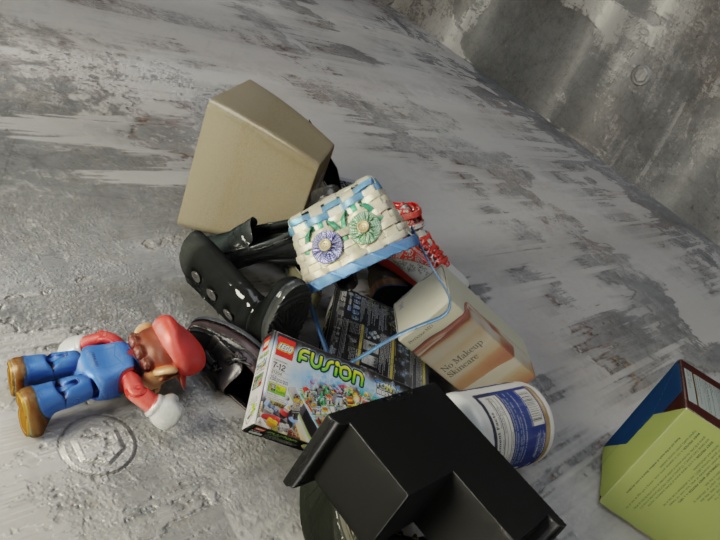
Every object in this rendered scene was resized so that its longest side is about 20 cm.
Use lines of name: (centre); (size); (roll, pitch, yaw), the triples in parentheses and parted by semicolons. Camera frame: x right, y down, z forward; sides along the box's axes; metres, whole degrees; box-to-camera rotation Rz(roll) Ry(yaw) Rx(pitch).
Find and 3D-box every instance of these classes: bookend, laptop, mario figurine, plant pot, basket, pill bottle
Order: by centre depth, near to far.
bookend: (0.066, 0.223, 0.633); (0.200, 0.093, 0.197); (45, 24, 26)
mario figurine: (-0.260, 0.120, 0.703); (0.197, 0.105, 0.126); (-12, 83, -34)
basket: (0.000, 0.000, 0.834); (0.203, 0.174, 0.139); (62, 3, -5)
pill bottle: (0.150, 0.209, 0.844); (0.197, 0.112, 0.111); (0, 40, -40)
plant pot: (-0.150, -0.156, 1.038); (0.174, 0.203, 0.201); (23, 25, 0)
laptop: (-0.011, -0.181, 1.302); (0.196, 0.117, 0.189); (8, 36, -31)

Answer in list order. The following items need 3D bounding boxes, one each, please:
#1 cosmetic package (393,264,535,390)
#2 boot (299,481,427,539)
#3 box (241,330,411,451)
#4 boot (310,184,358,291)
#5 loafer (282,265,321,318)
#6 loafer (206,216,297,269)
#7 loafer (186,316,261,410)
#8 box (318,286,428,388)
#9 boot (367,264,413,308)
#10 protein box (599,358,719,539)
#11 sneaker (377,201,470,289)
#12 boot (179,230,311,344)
cosmetic package: (0.151, 0.101, 0.955); (0.199, 0.103, 0.088); (39, 25, -24)
boot: (0.027, 0.280, 0.682); (0.151, 0.074, 0.205); (12, 33, -34)
box: (-0.032, 0.158, 0.761); (0.197, 0.035, 0.112); (25, 55, -25)
boot: (-0.030, -0.021, 1.006); (0.068, 0.201, 0.134); (-18, 57, 7)
loafer: (-0.080, -0.010, 1.029); (0.074, 0.070, 0.202); (16, 32, -19)
loafer: (-0.160, -0.045, 0.956); (0.196, 0.072, 0.069); (-4, 37, 2)
loafer: (-0.133, 0.129, 0.777); (0.198, 0.072, 0.063); (35, 34, 5)
box: (0.020, 0.117, 0.940); (0.158, 0.050, 0.201); (21, 30, -8)
boot: (0.099, 0.019, 1.131); (0.196, 0.076, 0.098); (10, 37, -26)
protein box: (0.476, 0.279, 0.919); (0.198, 0.201, 0.135); (32, 30, 8)
sneaker: (0.095, -0.041, 1.060); (0.199, 0.110, 0.067); (27, 32, 25)
boot: (-0.153, 0.015, 0.838); (0.065, 0.167, 0.200); (-23, 58, -38)
